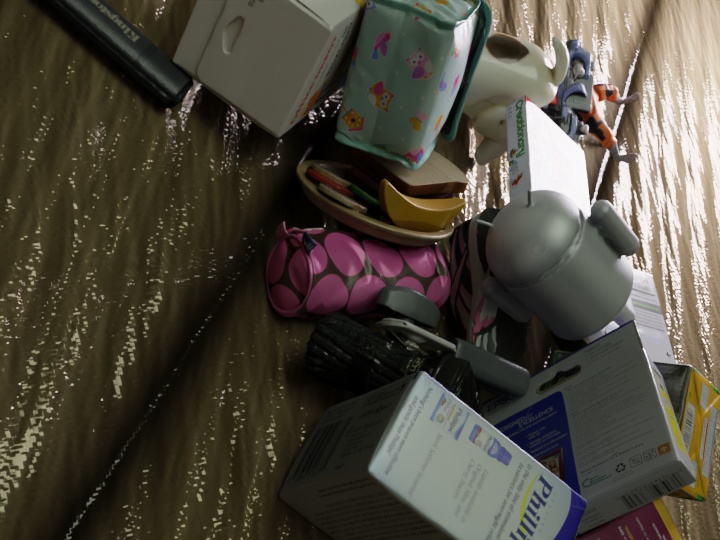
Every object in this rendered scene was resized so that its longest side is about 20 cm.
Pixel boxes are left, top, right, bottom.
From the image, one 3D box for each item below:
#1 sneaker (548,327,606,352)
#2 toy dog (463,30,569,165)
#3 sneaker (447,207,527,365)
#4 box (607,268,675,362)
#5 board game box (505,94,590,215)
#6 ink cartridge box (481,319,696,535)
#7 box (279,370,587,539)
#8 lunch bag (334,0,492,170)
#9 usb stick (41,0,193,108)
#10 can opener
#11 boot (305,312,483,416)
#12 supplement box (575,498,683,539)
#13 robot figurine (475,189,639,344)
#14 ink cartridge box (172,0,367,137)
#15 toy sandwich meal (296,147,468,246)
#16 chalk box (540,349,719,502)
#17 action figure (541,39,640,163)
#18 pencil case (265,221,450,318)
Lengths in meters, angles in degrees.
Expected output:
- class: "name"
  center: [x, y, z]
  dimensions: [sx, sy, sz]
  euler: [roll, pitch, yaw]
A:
- class: "sneaker"
  center: [0.203, 0.035, 1.252]
  dimensions: [0.114, 0.076, 0.201]
  euler: [10, 32, -23]
- class: "toy dog"
  center: [0.139, -0.256, 1.324]
  dimensions: [0.199, 0.193, 0.141]
  euler: [35, 58, -24]
- class: "sneaker"
  center: [0.135, 0.036, 1.206]
  dimensions: [0.079, 0.086, 0.203]
  euler: [11, 77, -30]
- class: "box"
  center: [0.332, 0.085, 1.357]
  dimensions: [0.154, 0.041, 0.202]
  euler: [14, 54, -32]
- class: "board game box"
  center: [0.225, -0.098, 1.262]
  dimensions: [0.126, 0.034, 0.202]
  euler: [35, 42, -33]
- class: "ink cartridge box"
  center: [0.218, 0.169, 1.064]
  dimensions: [0.047, 0.196, 0.201]
  euler: [47, 24, -24]
- class: "box"
  center: [0.061, 0.203, 0.940]
  dimensions: [0.199, 0.184, 0.105]
  euler: [39, 60, -12]
- class: "lunch bag"
  center: [0.065, -0.224, 1.165]
  dimensions: [0.121, 0.172, 0.200]
  euler: [22, 26, 12]
- class: "usb stick"
  center: [-0.258, -0.245, 1.098]
  dimensions: [0.200, 0.033, 0.056]
  euler: [41, 43, -10]
- class: "can opener"
  center: [0.098, 0.078, 1.094]
  dimensions: [0.199, 0.052, 0.067]
  euler: [30, 71, -31]
- class: "boot"
  center: [0.036, 0.131, 1.049]
  dimensions: [0.156, 0.213, 0.080]
  euler: [15, 51, 24]
- class: "supplement box"
  center: [0.223, 0.318, 1.051]
  dimensions: [0.198, 0.131, 0.104]
  euler: [-10, 67, -43]
- class: "robot figurine"
  center: [0.209, -0.006, 1.124]
  dimensions: [0.200, 0.169, 0.114]
  euler: [42, 25, -26]
- class: "ink cartridge box"
  center: [-0.075, -0.268, 1.141]
  dimensions: [0.144, 0.148, 0.200]
  euler: [35, 36, 4]
- class: "toy sandwich meal"
  center: [0.028, -0.094, 1.151]
  dimensions: [0.203, 0.071, 0.206]
  euler: [20, 20, -7]
- class: "chalk box"
  center: [0.270, 0.166, 1.154]
  dimensions: [0.123, 0.198, 0.126]
  euler: [31, 68, -50]
- class: "action figure"
  center: [0.303, -0.210, 1.515]
  dimensions: [0.191, 0.104, 0.203]
  euler: [20, 76, -19]
- class: "pencil case"
  center: [0.000, 0.000, 1.110]
  dimensions: [0.198, 0.091, 0.095]
  euler: [4, 57, -40]
